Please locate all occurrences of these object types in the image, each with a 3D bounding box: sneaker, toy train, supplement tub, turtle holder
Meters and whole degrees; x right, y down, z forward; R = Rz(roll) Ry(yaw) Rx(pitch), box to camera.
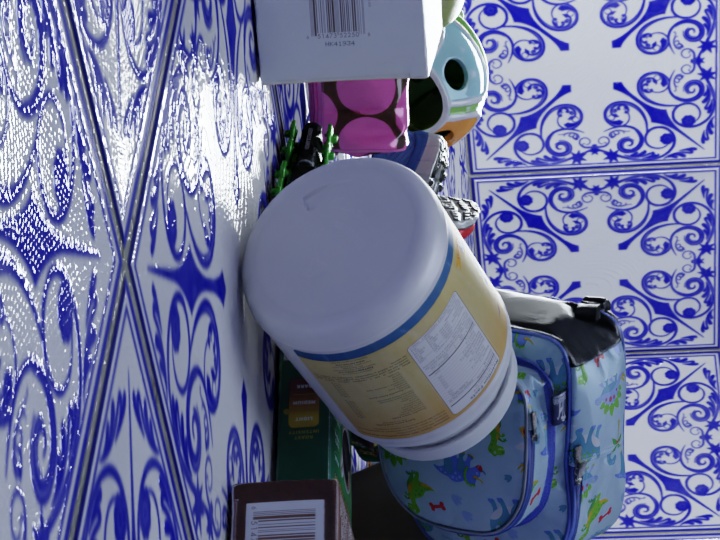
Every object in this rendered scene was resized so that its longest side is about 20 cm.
[{"bbox_3d":[0.011,-0.033,1.932,0.079,0.089,0.201,40,67,-74],"label":"sneaker"},{"bbox_3d":[-0.045,-0.050,1.597,0.200,0.042,0.057,-82,178,-60],"label":"toy train"},{"bbox_3d":[0.019,0.032,1.480,0.200,0.144,0.145,54,31,-51],"label":"supplement tub"},{"bbox_3d":[0.051,-0.200,2.078,0.132,0.140,0.186,-73,160,-69],"label":"turtle holder"},{"bbox_3d":[0.060,-0.033,2.146,0.200,0.077,0.085,-173,-94,-69],"label":"sneaker"}]

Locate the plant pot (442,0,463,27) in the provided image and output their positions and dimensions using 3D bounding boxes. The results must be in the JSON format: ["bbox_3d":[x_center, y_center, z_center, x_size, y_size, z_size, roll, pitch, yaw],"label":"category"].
[{"bbox_3d":[0.035,-0.313,1.879,0.201,0.199,0.185,-86,-177,-48],"label":"plant pot"}]

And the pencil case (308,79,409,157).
[{"bbox_3d":[-0.009,-0.189,1.787,0.091,0.093,0.201,19,-59,48],"label":"pencil case"}]

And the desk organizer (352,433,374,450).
[{"bbox_3d":[0.010,0.031,1.718,0.077,0.072,0.201,-24,124,-35],"label":"desk organizer"}]

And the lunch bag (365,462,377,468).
[{"bbox_3d":[0.061,0.231,2.032,0.170,0.123,0.201,93,-8,-59],"label":"lunch bag"}]

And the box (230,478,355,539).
[{"bbox_3d":[-0.037,0.222,1.404,0.200,0.075,0.101,75,13,-57],"label":"box"}]

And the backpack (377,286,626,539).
[{"bbox_3d":[0.102,0.127,1.643,0.147,0.182,0.201,-27,117,-46],"label":"backpack"}]

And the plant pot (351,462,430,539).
[{"bbox_3d":[0.048,0.251,1.770,0.200,0.199,0.174,71,1,-69],"label":"plant pot"}]

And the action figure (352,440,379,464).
[{"bbox_3d":[0.014,0.149,1.867,0.200,0.118,0.055,49,50,-67],"label":"action figure"}]

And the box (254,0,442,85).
[{"bbox_3d":[-0.006,-0.207,1.620,0.200,0.124,0.098,-71,158,-72],"label":"box"}]

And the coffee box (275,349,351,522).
[{"bbox_3d":[-0.034,0.124,1.596,0.123,0.044,0.201,76,13,-62],"label":"coffee box"}]
